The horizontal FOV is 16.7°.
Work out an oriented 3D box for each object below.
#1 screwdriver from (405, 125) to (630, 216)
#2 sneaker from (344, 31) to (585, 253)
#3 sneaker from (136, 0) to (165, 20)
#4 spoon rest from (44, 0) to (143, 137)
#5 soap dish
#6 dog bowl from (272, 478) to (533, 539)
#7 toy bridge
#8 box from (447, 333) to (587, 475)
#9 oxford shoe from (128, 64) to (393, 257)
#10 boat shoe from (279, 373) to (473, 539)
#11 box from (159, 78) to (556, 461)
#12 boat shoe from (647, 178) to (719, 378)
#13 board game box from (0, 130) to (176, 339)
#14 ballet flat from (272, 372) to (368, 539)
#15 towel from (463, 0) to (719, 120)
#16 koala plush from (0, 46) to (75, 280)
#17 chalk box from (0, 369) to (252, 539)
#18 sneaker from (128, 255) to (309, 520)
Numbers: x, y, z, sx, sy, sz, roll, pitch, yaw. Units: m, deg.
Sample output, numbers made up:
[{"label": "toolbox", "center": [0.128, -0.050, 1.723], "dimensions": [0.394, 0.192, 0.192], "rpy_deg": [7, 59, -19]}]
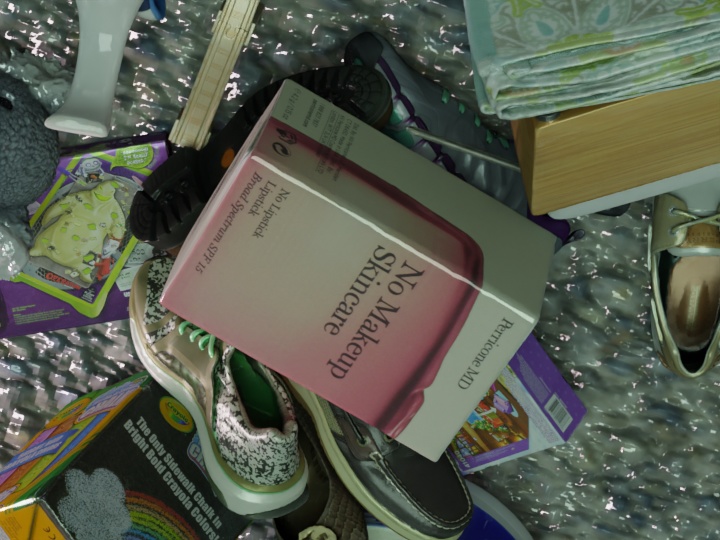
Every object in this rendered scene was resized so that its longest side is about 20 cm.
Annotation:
[{"label": "screwdriver", "center": [0.098, -0.065, 1.570], "dimensions": [0.200, 0.029, 0.028], "rpy_deg": [14, 71, -36]}, {"label": "sneaker", "center": [0.067, -0.082, 1.609], "dimensions": [0.087, 0.074, 0.200], "rpy_deg": [-34, 106, -12]}, {"label": "sneaker", "center": [-0.108, -0.243, 1.554], "dimensions": [0.082, 0.074, 0.200], "rpy_deg": [38, 114, -8]}, {"label": "spoon rest", "center": [-0.159, -0.186, 1.524], "dimensions": [0.099, 0.061, 0.200], "rpy_deg": [11, 102, 2]}, {"label": "soap dish", "center": [0.186, -0.126, 1.530], "dimensions": [0.200, 0.157, 0.081], "rpy_deg": [-16, 133, 8]}, {"label": "dog bowl", "center": [0.026, 0.234, 1.670], "dimensions": [0.200, 0.079, 0.200], "rpy_deg": [7, 120, 13]}, {"label": "toy bridge", "center": [-0.080, -0.161, 1.579], "dimensions": [0.027, 0.067, 0.200], "rpy_deg": [21, 107, -4]}, {"label": "box", "center": [0.040, 0.043, 1.620], "dimensions": [0.137, 0.039, 0.200], "rpy_deg": [-22, 109, 44]}, {"label": "oxford shoe", "center": [-0.050, -0.067, 1.585], "dimensions": [0.200, 0.073, 0.084], "rpy_deg": [-30, 138, 29]}, {"label": "boat shoe", "center": [0.009, 0.087, 1.582], "dimensions": [0.200, 0.073, 0.065], "rpy_deg": [52, 135, 5]}, {"label": "box", "center": [0.000, 0.000, 1.492], "dimensions": [0.200, 0.109, 0.128], "rpy_deg": [30, 119, -6]}, {"label": "boat shoe", "center": [0.224, -0.027, 1.606], "dimensions": [0.075, 0.068, 0.200], "rpy_deg": [-1, 108, 3]}, {"label": "board game box", "center": [-0.215, -0.019, 1.654], "dimensions": [0.200, 0.032, 0.120], "rpy_deg": [-9, 111, 5]}, {"label": "ballet flat", "center": [-0.042, 0.131, 1.610], "dimensions": [0.067, 0.200, 0.046], "rpy_deg": [-35, 136, 21]}, {"label": "towel", "center": [0.145, -0.176, 1.502], "dimensions": [0.171, 0.200, 0.048], "rpy_deg": [-12, 134, 5]}, {"label": "koala plush", "center": [-0.281, -0.097, 1.571], "dimensions": [0.200, 0.184, 0.178], "rpy_deg": [18, 77, -16]}, {"label": "chalk box", "center": [-0.157, 0.151, 1.639], "dimensions": [0.124, 0.200, 0.125], "rpy_deg": [-23, 106, 44]}, {"label": "sneaker", "center": [-0.083, 0.057, 1.575], "dimensions": [0.077, 0.200, 0.089], "rpy_deg": [-16, 148, -29]}]
